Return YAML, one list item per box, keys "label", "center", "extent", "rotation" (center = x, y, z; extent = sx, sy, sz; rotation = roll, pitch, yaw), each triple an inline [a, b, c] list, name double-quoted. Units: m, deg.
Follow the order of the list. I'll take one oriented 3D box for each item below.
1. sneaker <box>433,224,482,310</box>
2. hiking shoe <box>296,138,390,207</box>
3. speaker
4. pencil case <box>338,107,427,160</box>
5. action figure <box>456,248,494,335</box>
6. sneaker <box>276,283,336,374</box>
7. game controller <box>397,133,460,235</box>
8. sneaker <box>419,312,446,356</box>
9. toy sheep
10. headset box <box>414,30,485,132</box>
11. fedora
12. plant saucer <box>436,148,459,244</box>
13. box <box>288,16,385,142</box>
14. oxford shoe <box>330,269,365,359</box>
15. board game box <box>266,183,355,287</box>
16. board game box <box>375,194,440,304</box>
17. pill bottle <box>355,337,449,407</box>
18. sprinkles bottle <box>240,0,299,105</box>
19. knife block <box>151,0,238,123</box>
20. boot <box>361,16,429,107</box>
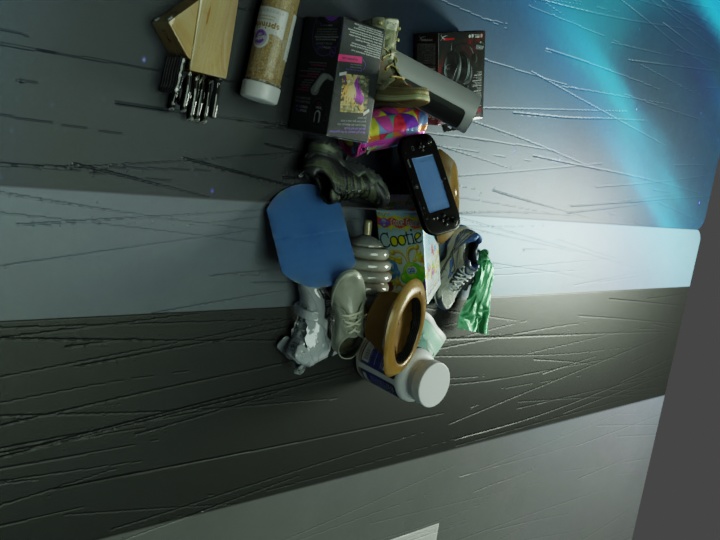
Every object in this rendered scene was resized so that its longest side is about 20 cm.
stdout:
- label: "sneaker"
  center: [0.227, -0.003, 1.701]
  extent: [0.076, 0.084, 0.204]
  rotation: [12, 96, -42]
- label: "hiking shoe"
  center: [-0.034, -0.161, 1.408]
  extent: [0.198, 0.075, 0.102]
  rotation: [31, 72, -23]
- label: "speaker"
  center: [0.136, -0.352, 1.447]
  extent: [0.197, 0.081, 0.082]
  rotation: [27, 85, -5]
- label: "pencil case"
  center: [0.045, -0.278, 1.456]
  extent: [0.197, 0.088, 0.090]
  rotation: [-23, 118, -34]
- label: "action figure"
  center: [0.287, 0.048, 1.792]
  extent: [0.117, 0.054, 0.205]
  rotation: [14, 87, -42]
- label: "sneaker"
  center: [-0.109, 0.109, 1.444]
  extent: [0.114, 0.074, 0.203]
  rotation: [-35, 127, -31]
- label: "game controller"
  center: [0.134, -0.169, 1.447]
  extent: [0.103, 0.042, 0.204]
  rotation: [-16, 87, -48]
- label: "sneaker"
  center: [0.120, 0.158, 1.660]
  extent: [0.200, 0.073, 0.120]
  rotation: [45, 67, -43]
- label: "toy sheep"
  center: [0.000, 0.000, 1.475]
  extent: [0.136, 0.137, 0.205]
  rotation: [-1, 103, -41]
- label: "headset box"
  center: [0.188, -0.398, 1.550]
  extent: [0.147, 0.077, 0.205]
  rotation: [-15, 111, -38]
- label: "fedora"
  center: [0.062, 0.106, 1.436]
  extent: [0.201, 0.080, 0.204]
  rotation: [-45, 144, -46]
- label: "plant saucer"
  center: [0.187, -0.159, 1.576]
  extent: [0.200, 0.035, 0.205]
  rotation: [0, 90, -75]
- label: "box"
  center: [-0.043, -0.344, 1.329]
  extent: [0.105, 0.121, 0.205]
  rotation: [2, 103, -42]
- label: "oxford shoe"
  center: [-0.020, 0.088, 1.407]
  extent: [0.074, 0.058, 0.204]
  rotation: [-10, 127, -22]
- label: "board game box"
  center: [-0.099, -0.061, 1.396]
  extent: [0.155, 0.039, 0.204]
  rotation: [-10, 79, -29]
- label: "board game box"
  center: [0.103, -0.046, 1.544]
  extent: [0.105, 0.101, 0.204]
  rotation: [-46, 135, -58]
- label: "pill bottle"
  center: [0.090, 0.210, 1.568]
  extent: [0.114, 0.198, 0.118]
  rotation: [-14, 113, -37]
- label: "sprinkles bottle"
  center: [-0.152, -0.391, 1.256]
  extent: [0.067, 0.068, 0.205]
  rotation: [10, 96, -42]
- label: "knife block"
  center: [-0.245, -0.348, 1.190]
  extent: [0.200, 0.063, 0.177]
  rotation: [-45, 129, -22]
- label: "boot"
  center: [0.054, -0.384, 1.353]
  extent: [0.071, 0.198, 0.158]
  rotation: [3, 101, -47]
